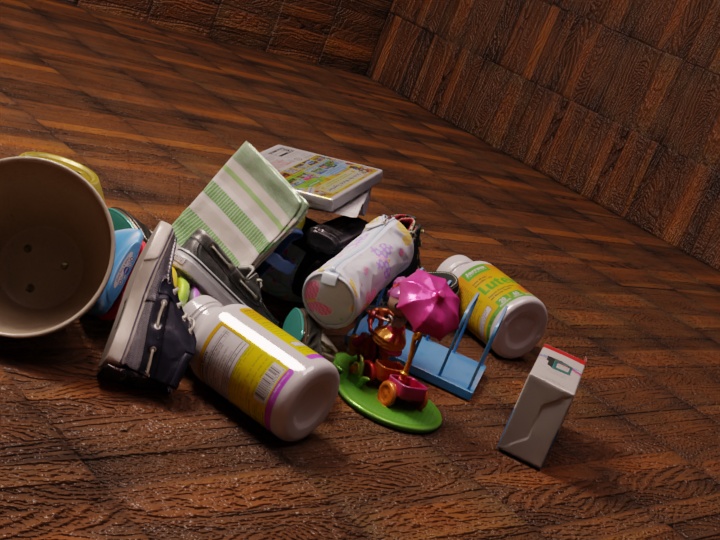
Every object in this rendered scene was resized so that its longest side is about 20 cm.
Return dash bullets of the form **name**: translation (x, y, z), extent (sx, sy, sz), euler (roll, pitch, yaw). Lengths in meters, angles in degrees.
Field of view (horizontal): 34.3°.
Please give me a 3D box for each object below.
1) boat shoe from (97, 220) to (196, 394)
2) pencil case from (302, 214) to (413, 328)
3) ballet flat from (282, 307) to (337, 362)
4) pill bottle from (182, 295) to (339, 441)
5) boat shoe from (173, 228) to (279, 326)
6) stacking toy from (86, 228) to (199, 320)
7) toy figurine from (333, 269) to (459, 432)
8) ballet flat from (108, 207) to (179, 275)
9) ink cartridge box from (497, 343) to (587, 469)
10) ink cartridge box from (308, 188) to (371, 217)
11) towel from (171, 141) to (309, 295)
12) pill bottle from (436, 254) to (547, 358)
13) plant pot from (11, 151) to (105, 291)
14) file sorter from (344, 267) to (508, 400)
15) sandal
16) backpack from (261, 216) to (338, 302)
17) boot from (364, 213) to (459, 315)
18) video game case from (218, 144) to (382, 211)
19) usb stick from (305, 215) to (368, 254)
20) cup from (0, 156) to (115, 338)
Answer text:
- **boat shoe**: translation (-0.226, 0.047, 1.336), extent (0.092, 0.201, 0.075), euler (23, -24, -16)
- **pencil case**: translation (0.000, 0.000, 1.570), extent (0.083, 0.091, 0.200), euler (30, 36, 12)
- **ballet flat**: translation (-0.066, 0.116, 1.492), extent (0.068, 0.068, 0.200), euler (28, 21, -14)
- **pill bottle**: translation (-0.127, 0.107, 1.361), extent (0.200, 0.105, 0.104), euler (32, 19, 30)
- **boat shoe**: translation (-0.159, 0.023, 1.516), extent (0.072, 0.071, 0.200), euler (25, -17, 49)
- **stacking toy**: translation (-0.244, 0.041, 1.457), extent (0.200, 0.116, 0.110), euler (33, -17, -30)
- **toy figurine**: translation (0.057, 0.082, 1.532), extent (0.150, 0.185, 0.200), euler (11, 19, -34)
- **ballet flat**: translation (-0.290, -0.013, 1.589), extent (0.068, 0.068, 0.200), euler (15, 26, -49)
- **ink cartridge box**: translation (0.253, 0.178, 1.602), extent (0.067, 0.117, 0.200), euler (24, 16, 10)
- **ink cartridge box**: translation (-0.073, -0.105, 1.737), extent (0.162, 0.057, 0.200), euler (10, 26, 4)
- **towel**: translation (-0.180, -0.061, 1.619), extent (0.153, 0.200, 0.023), euler (45, 5, 25)
- **pill bottle**: translation (0.210, 0.052, 1.948), extent (0.111, 0.111, 0.200), euler (9, 21, -37)
- **plant pot**: translation (-0.403, -0.067, 1.489), extent (0.199, 0.142, 0.200), euler (20, 17, -6)
- **file sorter**: translation (0.102, 0.077, 1.716), extent (0.199, 0.123, 0.139), euler (24, 16, 9)
- **sandal**: translation (-0.165, -0.020, 1.655), extent (0.199, 0.087, 0.079), euler (-18, -17, 26)
- **backpack**: translation (-0.111, -0.026, 1.766), extent (0.200, 0.127, 0.167), euler (30, 7, 28)
- **boot**: translation (0.087, -0.012, 1.843), extent (0.203, 0.154, 0.073), euler (-9, 35, -33)
- **video game case**: translation (-0.085, -0.139, 1.726), extent (0.181, 0.023, 0.200), euler (15, 21, 18)
- **usb stick**: translation (-0.029, -0.053, 1.681), extent (0.055, 0.033, 0.200), euler (27, 14, 9)
- **cup**: translation (-0.375, -0.014, 1.332), extent (0.200, 0.201, 0.143), euler (21, -12, -3)
